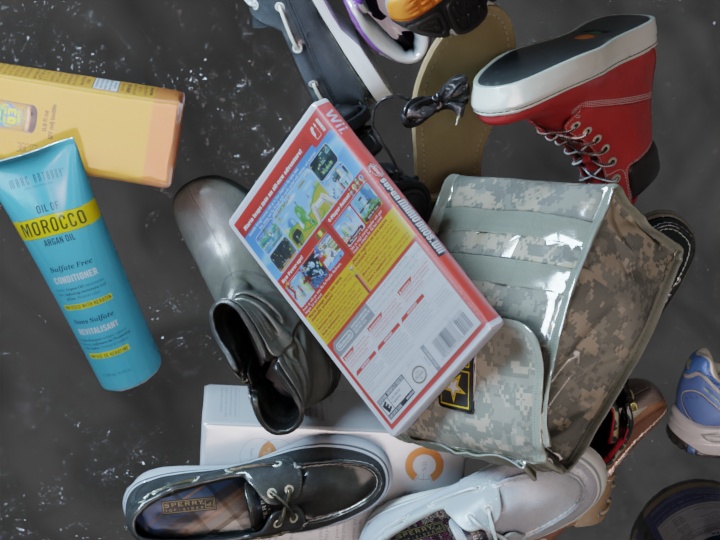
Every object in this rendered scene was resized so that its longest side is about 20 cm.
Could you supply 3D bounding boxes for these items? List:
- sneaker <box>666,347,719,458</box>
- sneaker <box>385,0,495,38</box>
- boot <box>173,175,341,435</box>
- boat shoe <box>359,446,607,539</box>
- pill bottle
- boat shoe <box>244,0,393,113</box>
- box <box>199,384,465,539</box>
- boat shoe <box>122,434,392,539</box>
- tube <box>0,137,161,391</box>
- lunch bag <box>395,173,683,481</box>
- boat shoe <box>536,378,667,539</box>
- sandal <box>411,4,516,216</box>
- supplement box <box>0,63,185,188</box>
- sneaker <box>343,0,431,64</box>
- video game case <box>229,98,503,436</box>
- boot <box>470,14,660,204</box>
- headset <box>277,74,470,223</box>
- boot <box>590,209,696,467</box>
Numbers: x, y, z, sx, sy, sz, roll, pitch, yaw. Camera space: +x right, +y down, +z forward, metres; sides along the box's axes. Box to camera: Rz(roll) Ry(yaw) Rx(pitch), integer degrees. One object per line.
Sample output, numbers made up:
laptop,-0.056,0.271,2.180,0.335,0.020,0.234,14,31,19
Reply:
sneaker,0.338,0.103,1.624,0.198,0.076,0.078,1,109,-5
sneaker,0.062,-0.232,1.480,0.091,0.200,0.076,16,135,30
boot,-0.082,0.019,1.534,0.067,0.131,0.201,-32,87,12
boat shoe,0.083,0.182,1.501,0.200,0.072,0.070,-23,108,26
pill bottle,0.272,0.241,1.592,0.111,0.200,0.113,-1,105,-3
boat shoe,-0.052,-0.191,1.524,0.060,0.076,0.201,-32,106,8
box,-0.024,0.163,1.608,0.198,0.098,0.126,3,104,-4
boat shoe,-0.074,0.168,1.527,0.198,0.057,0.069,-9,104,0
tube,-0.206,-0.005,1.554,0.077,0.051,0.201,-16,119,11
lunch bag,0.108,0.042,1.494,0.117,0.163,0.201,37,70,-40
boat shoe,0.162,0.161,1.636,0.200,0.076,0.072,-40,108,15
sandal,0.062,-0.116,1.560,0.077,0.070,0.213,-10,128,-18
supplement box,-0.230,-0.112,1.542,0.198,0.069,0.067,9,104,-7
sneaker,-0.006,-0.236,1.498,0.072,0.114,0.201,-34,103,7
video game case,0.000,0.000,1.468,0.200,0.017,0.143,52,135,12
boot,0.154,-0.094,1.517,0.072,0.199,0.146,9,112,39
headset,0.010,-0.072,1.507,0.094,0.200,0.124,-32,80,-31
boot,0.189,0.061,1.561,0.073,0.154,0.204,36,103,-16
